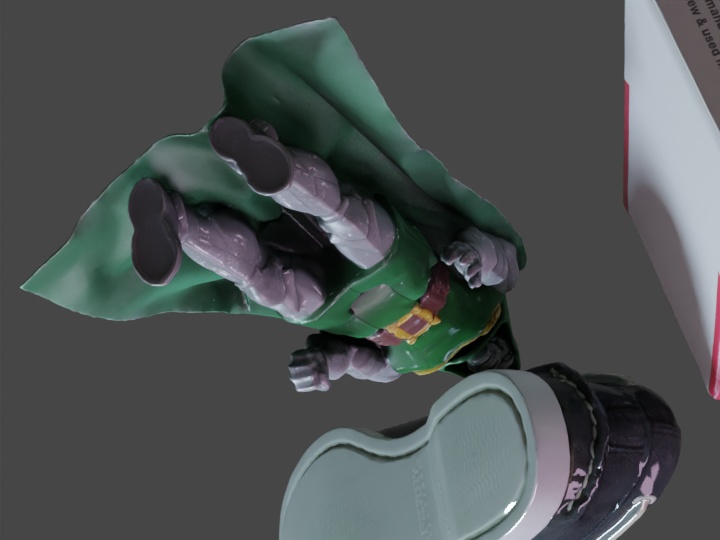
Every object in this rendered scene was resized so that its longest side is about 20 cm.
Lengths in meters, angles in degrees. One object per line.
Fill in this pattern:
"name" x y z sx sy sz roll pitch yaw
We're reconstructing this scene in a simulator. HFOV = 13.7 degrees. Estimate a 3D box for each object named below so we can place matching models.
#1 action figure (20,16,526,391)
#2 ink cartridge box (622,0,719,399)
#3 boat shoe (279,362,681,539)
"action figure" 0.000 0.000 0.904 0.118 0.055 0.200 -36 152 16
"ink cartridge box" 0.185 -0.057 0.904 0.199 0.085 0.145 -19 150 -6
"boat shoe" 0.034 0.079 0.988 0.060 0.076 0.200 0 169 -27
